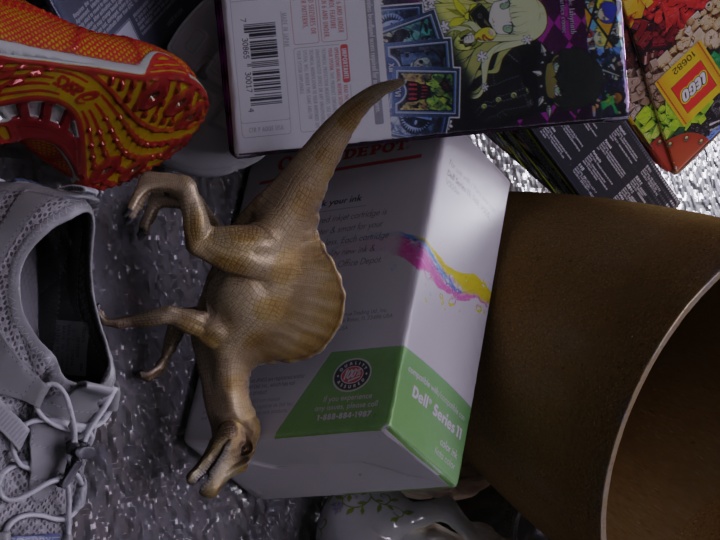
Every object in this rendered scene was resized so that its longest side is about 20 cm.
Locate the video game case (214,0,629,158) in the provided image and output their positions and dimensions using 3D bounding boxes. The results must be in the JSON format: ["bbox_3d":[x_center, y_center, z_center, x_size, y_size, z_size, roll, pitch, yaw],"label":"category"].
[{"bbox_3d":[0.022,-0.158,0.883,0.036,0.180,0.202,-152,-124,-80],"label":"video game case"}]

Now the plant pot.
[{"bbox_3d":[0.102,0.040,0.993,0.186,0.199,0.188,-25,127,-38],"label":"plant pot"}]

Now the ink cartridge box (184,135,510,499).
[{"bbox_3d":[0.000,0.000,0.943,0.067,0.116,0.202,42,51,-45],"label":"ink cartridge box"}]

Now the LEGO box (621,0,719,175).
[{"bbox_3d":[0.106,-0.161,1.065,0.077,0.200,0.149,-43,132,0],"label":"LEGO box"}]

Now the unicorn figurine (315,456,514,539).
[{"bbox_3d":[0.004,0.156,0.952,0.200,0.136,0.074,-80,-169,-61],"label":"unicorn figurine"}]

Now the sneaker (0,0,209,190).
[{"bbox_3d":[-0.129,-0.083,0.792,0.077,0.073,0.200,53,18,26],"label":"sneaker"}]

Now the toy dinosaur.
[{"bbox_3d":[-0.050,-0.008,0.865,0.058,0.100,0.201,-57,169,-75],"label":"toy dinosaur"}]

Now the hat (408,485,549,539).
[{"bbox_3d":[0.083,0.124,1.088,0.200,0.080,0.203,18,69,-55],"label":"hat"}]

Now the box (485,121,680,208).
[{"bbox_3d":[0.069,-0.113,1.045,0.044,0.160,0.200,-44,133,-1],"label":"box"}]

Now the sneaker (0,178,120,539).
[{"bbox_3d":[-0.130,0.060,0.759,0.075,0.081,0.202,-1,85,-58],"label":"sneaker"}]

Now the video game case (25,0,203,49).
[{"bbox_3d":[-0.124,-0.189,0.871,0.143,0.019,0.201,-56,130,-46],"label":"video game case"}]

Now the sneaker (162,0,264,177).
[{"bbox_3d":[-0.032,-0.121,0.944,0.077,0.082,0.200,43,76,-13],"label":"sneaker"}]
